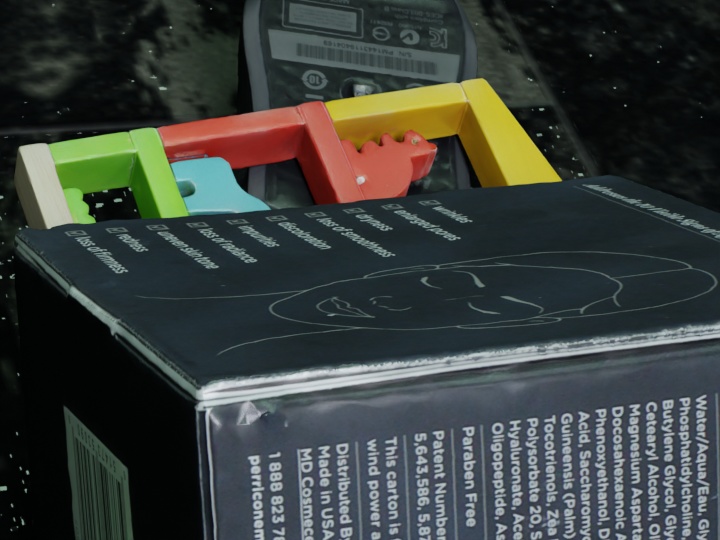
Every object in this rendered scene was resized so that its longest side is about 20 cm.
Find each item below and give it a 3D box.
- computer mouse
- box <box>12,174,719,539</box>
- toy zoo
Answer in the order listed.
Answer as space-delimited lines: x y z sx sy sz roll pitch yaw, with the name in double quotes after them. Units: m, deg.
-0.010 -0.033 0.926 0.138 0.053 0.200 10 51 -5 "computer mouse"
0.025 0.054 0.705 0.196 0.124 0.200 -8 13 -18 "box"
0.000 0.000 0.855 0.199 0.020 0.131 -10 56 -21 "toy zoo"
